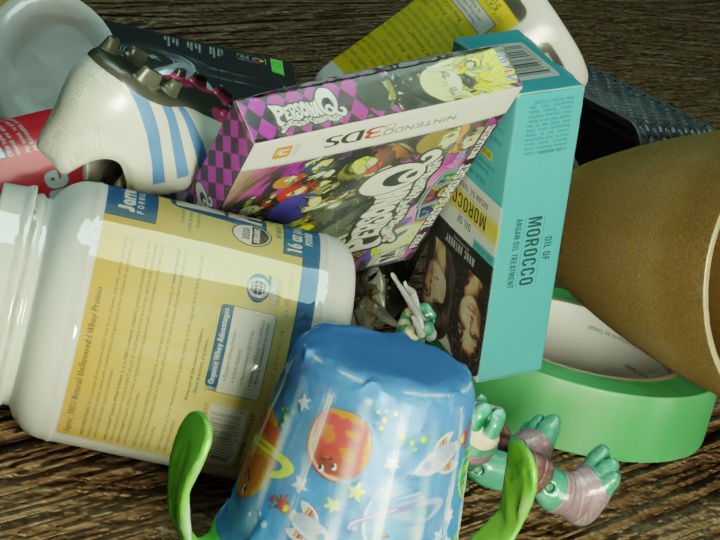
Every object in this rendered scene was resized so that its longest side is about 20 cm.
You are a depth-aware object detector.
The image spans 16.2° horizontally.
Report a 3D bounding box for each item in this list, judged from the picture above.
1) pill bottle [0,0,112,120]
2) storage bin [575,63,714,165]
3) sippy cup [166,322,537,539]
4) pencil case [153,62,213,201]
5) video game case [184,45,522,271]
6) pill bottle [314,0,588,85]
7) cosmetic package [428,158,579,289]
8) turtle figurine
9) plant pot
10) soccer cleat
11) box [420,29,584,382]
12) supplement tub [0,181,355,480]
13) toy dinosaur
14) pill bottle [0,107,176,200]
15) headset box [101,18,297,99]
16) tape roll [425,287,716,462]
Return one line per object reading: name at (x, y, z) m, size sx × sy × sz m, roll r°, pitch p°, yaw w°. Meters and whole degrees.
pill bottle at (-0.262, -0.128, 1.757) m, size 0.116 × 0.117 × 0.199 m, roll 1°, pitch -3°, yaw -38°
storage bin at (0.181, -0.081, 2.036) m, size 0.093 × 0.136 × 0.200 m, roll 1°, pitch 21°, yaw -39°
sippy cup at (-0.001, 0.102, 1.296) m, size 0.139 × 0.131 × 0.177 m, roll 24°, pitch 18°, yaw 26°
pencil case at (-0.093, -0.042, 1.643) m, size 0.090 × 0.083 × 0.200 m, roll -26°, pitch 67°, yaw -32°
video game case at (-0.018, -0.051, 1.494) m, size 0.180 × 0.200 × 0.036 m, roll -13°, pitch 66°, yaw -28°
pill bottle at (0.039, -0.109, 1.632) m, size 0.112 × 0.199 × 0.111 m, roll 55°, pitch -2°, yaw 2°
cosmetic package at (0.096, -0.057, 1.771) m, size 0.073 × 0.104 × 0.200 m, roll 29°, pitch -15°, yaw 36°
turtle figurine at (0.047, 0.084, 1.436) m, size 0.199 × 0.101 × 0.150 m, roll 26°, pitch 21°, yaw -35°
plant pot at (0.221, -0.015, 1.660) m, size 0.185 × 0.188 × 0.199 m, roll 1°, pitch 9°, yaw -39°
soccer cleat at (-0.116, -0.073, 1.468) m, size 0.070 × 0.087 × 0.200 m, roll 42°, pitch 10°, yaw 31°
box at (0.084, -0.039, 1.553) m, size 0.049 × 0.201 × 0.082 m, roll -10°, pitch 33°, yaw -26°
supplement tub at (-0.113, 0.033, 1.398) m, size 0.198 × 0.146 × 0.145 m, roll 13°, pitch 17°, yaw -8°
toy dinosaur at (0.000, 0.000, 1.730) m, size 0.076 × 0.103 × 0.200 m, roll -11°, pitch -4°, yaw 11°
pill bottle at (-0.219, -0.031, 1.513) m, size 0.199 × 0.113 × 0.112 m, roll -16°, pitch 29°, yaw -24°
headset box at (-0.139, -0.116, 1.950) m, size 0.198 × 0.093 × 0.174 m, roll 13°, pitch 17°, yaw -8°
tape roll at (0.139, 0.065, 1.684) m, size 0.199 × 0.049 × 0.201 m, roll 14°, pitch 16°, yaw -4°
